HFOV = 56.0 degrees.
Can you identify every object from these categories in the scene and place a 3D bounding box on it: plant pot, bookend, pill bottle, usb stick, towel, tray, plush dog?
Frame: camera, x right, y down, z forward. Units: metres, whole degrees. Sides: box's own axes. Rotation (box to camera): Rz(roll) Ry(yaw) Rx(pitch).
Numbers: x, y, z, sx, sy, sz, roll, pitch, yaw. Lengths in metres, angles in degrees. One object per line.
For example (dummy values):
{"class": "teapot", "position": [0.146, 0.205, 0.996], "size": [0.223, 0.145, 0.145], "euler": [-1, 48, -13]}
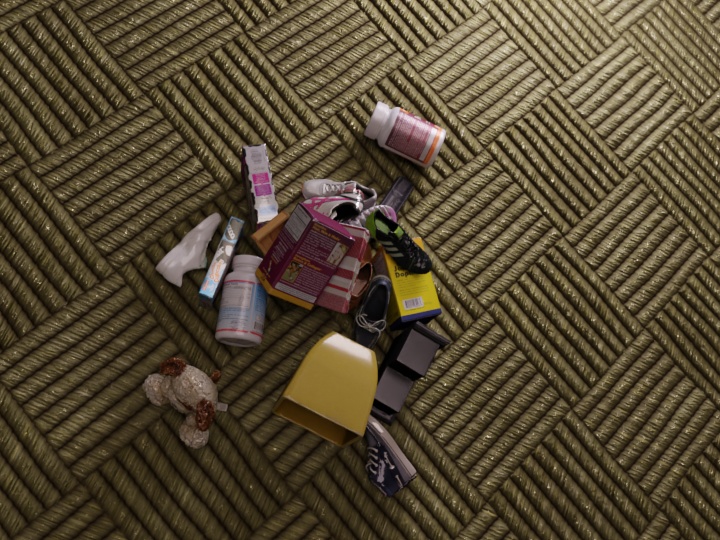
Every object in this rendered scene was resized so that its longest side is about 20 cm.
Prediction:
{"class": "plant pot", "position": [-0.063, 0.260, 1.546], "size": [0.194, 0.194, 0.201], "euler": [28, 64, -4]}
{"class": "bookend", "position": [0.101, 0.243, 1.579], "size": [0.092, 0.200, 0.200], "euler": [30, 68, -2]}
{"class": "pill bottle", "position": [-0.273, 0.071, 1.591], "size": [0.108, 0.109, 0.202], "euler": [9, 71, -10]}
{"class": "pill bottle", "position": [0.117, -0.365, 1.811], "size": [0.199, 0.114, 0.115], "euler": [25, 70, -5]}
{"class": "usb stick", "position": [0.075, -0.164, 1.785], "size": [0.055, 0.033, 0.201], "euler": [36, 69, -8]}
{"class": "towel", "position": [-0.055, -0.010, 1.586], "size": [0.023, 0.143, 0.202], "euler": [18, 88, -45]}
{"class": "tray", "position": [-0.168, -0.036, 1.613], "size": [0.098, 0.037, 0.201], "euler": [-40, 129, -10]}
{"class": "plush dog", "position": [-0.364, 0.267, 1.476], "size": [0.160, 0.172, 0.200], "euler": [-39, 84, -21]}

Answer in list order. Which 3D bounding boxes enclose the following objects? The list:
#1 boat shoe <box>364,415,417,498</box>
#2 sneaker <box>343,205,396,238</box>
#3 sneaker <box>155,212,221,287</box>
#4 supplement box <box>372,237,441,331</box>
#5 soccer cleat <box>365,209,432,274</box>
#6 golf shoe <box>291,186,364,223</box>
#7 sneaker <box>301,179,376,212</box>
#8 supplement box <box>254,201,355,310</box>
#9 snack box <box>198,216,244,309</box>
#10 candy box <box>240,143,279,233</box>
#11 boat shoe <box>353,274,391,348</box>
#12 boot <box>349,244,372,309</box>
{"class": "boat shoe", "position": [0.040, 0.430, 1.569], "size": [0.093, 0.075, 0.200], "euler": [-39, 92, -21]}
{"class": "sneaker", "position": [-0.004, -0.105, 1.702], "size": [0.199, 0.088, 0.081], "euler": [-27, 104, -18]}
{"class": "sneaker", "position": [-0.393, -0.048, 1.628], "size": [0.088, 0.075, 0.200], "euler": [44, 75, -11]}
{"class": "supplement box", "position": [0.113, 0.035, 1.692], "size": [0.109, 0.109, 0.202], "euler": [-11, 76, -16]}
{"class": "soccer cleat", "position": [0.093, -0.066, 1.617], "size": [0.200, 0.081, 0.068], "euler": [41, 69, 2]}
{"class": "golf shoe", "position": [-0.087, -0.144, 1.675], "size": [0.198, 0.092, 0.073], "euler": [-19, 121, 14]}
{"class": "sneaker", "position": [-0.050, -0.205, 1.736], "size": [0.198, 0.092, 0.076], "euler": [9, 71, -10]}
{"class": "supplement box", "position": [-0.128, -0.032, 1.544], "size": [0.130, 0.103, 0.201], "euler": [26, 103, -38]}
{"class": "snack box", "position": [-0.328, -0.016, 1.600], "size": [0.037, 0.116, 0.201], "euler": [21, 70, -6]}
{"class": "candy box", "position": [-0.247, -0.188, 1.661], "size": [0.060, 0.136, 0.202], "euler": [-10, 76, -14]}
{"class": "boat shoe", "position": [0.029, 0.111, 1.626], "size": [0.074, 0.062, 0.201], "euler": [21, 107, -2]}
{"class": "boot", "position": [0.000, 0.000, 1.651], "size": [0.073, 0.155, 0.202], "euler": [17, 70, -7]}
